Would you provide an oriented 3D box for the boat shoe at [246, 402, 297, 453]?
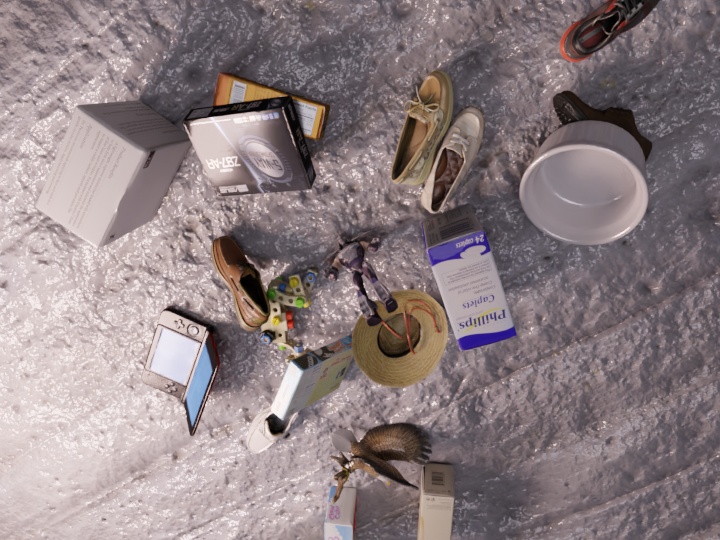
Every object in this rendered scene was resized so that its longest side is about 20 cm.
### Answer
[{"bbox_3d":[-0.195,0.342,1.198,0.070,0.070,0.201,34,110,-9],"label":"boat shoe"}]

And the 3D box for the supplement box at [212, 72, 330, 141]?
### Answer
[{"bbox_3d":[-0.156,-0.292,0.968,0.197,0.067,0.070,19,109,-2],"label":"supplement box"}]

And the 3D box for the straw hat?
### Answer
[{"bbox_3d":[0.076,0.124,1.087,0.197,0.085,0.205,-1,102,-6],"label":"straw hat"}]

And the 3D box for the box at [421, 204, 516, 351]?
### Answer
[{"bbox_3d":[0.190,0.009,0.980,0.103,0.184,0.203,-19,107,10],"label":"box"}]

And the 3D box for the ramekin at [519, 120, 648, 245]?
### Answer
[{"bbox_3d":[0.377,-0.150,0.911,0.197,0.098,0.202,19,142,15],"label":"ramekin"}]

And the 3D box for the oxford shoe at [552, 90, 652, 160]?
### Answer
[{"bbox_3d":[0.417,-0.252,0.934,0.199,0.073,0.085,35,94,-11],"label":"oxford shoe"}]

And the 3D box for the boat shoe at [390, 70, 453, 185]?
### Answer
[{"bbox_3d":[0.106,-0.245,0.947,0.073,0.062,0.203,32,118,39],"label":"boat shoe"}]

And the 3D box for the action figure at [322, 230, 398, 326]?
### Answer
[{"bbox_3d":[0.000,0.000,1.019,0.130,0.069,0.202,-38,60,14],"label":"action figure"}]

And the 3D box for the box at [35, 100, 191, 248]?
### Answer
[{"bbox_3d":[-0.428,-0.178,0.964,0.130,0.200,0.200,34,109,-5],"label":"box"}]

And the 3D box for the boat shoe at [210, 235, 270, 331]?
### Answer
[{"bbox_3d":[-0.223,0.012,1.048,0.068,0.071,0.202,-39,75,42],"label":"boat shoe"}]

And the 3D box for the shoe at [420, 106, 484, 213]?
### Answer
[{"bbox_3d":[0.168,-0.194,0.978,0.069,0.054,0.203,22,110,-3],"label":"shoe"}]

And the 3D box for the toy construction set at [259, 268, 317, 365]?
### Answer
[{"bbox_3d":[-0.144,0.097,1.100,0.128,0.092,0.204,-2,99,6],"label":"toy construction set"}]

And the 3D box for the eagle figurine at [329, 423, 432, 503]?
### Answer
[{"bbox_3d":[0.040,0.409,1.166,0.198,0.154,0.150,-26,143,31],"label":"eagle figurine"}]

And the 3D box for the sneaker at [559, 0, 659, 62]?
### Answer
[{"bbox_3d":[0.416,-0.409,0.861,0.077,0.082,0.200,44,108,-11],"label":"sneaker"}]

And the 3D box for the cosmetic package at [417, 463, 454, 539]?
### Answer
[{"bbox_3d":[0.167,0.549,1.214,0.070,0.105,0.204,3,109,5],"label":"cosmetic package"}]

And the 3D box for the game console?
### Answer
[{"bbox_3d":[-0.384,0.213,1.144,0.170,0.119,0.202,24,110,-4],"label":"game console"}]

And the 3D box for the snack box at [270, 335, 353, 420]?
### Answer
[{"bbox_3d":[-0.086,0.208,1.075,0.037,0.199,0.118,33,112,23],"label":"snack box"}]

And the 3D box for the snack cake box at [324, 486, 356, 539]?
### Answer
[{"bbox_3d":[-0.046,0.626,1.263,0.066,0.115,0.204,3,110,4],"label":"snack cake box"}]

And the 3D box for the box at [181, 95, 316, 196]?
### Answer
[{"bbox_3d":[-0.193,-0.215,0.963,0.196,0.044,0.162,-1,133,17],"label":"box"}]
